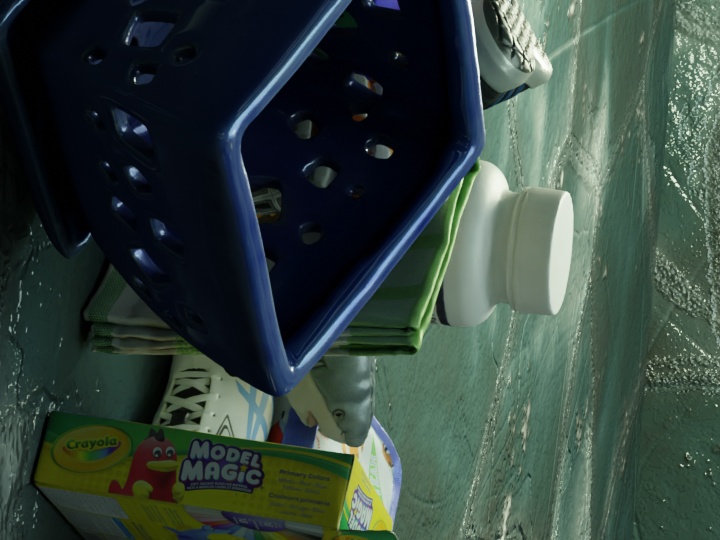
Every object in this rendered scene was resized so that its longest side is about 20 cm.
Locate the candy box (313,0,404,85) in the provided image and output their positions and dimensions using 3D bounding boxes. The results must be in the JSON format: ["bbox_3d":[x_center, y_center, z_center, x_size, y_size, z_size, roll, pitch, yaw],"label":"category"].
[{"bbox_3d":[0.017,-0.188,1.550,0.169,0.077,0.200,-52,167,-27],"label":"candy box"}]

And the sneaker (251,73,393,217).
[{"bbox_3d":[-0.047,-0.062,1.507,0.077,0.199,0.079,94,8,-56],"label":"sneaker"}]

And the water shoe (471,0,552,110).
[{"bbox_3d":[0.058,-0.124,1.583,0.072,0.079,0.200,61,10,1],"label":"water shoe"}]

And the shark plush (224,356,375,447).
[{"bbox_3d":[0.000,0.000,1.616,0.201,0.083,0.091,-66,160,11],"label":"shark plush"}]

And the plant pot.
[{"bbox_3d":[-0.068,-0.093,1.366,0.200,0.179,0.201,-51,150,-29],"label":"plant pot"}]

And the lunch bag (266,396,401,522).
[{"bbox_3d":[-0.045,0.180,1.703,0.201,0.123,0.171,98,5,-51],"label":"lunch bag"}]

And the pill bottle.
[{"bbox_3d":[0.036,-0.022,1.828,0.111,0.199,0.112,6,90,-76],"label":"pill bottle"}]

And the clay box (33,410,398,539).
[{"bbox_3d":[-0.065,0.127,1.497,0.115,0.199,0.048,65,34,-65],"label":"clay box"}]

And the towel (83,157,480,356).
[{"bbox_3d":[-0.044,-0.015,1.524,0.031,0.199,0.150,66,32,-43],"label":"towel"}]

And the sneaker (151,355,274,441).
[{"bbox_3d":[-0.099,0.104,1.625,0.073,0.071,0.201,61,34,-52],"label":"sneaker"}]
